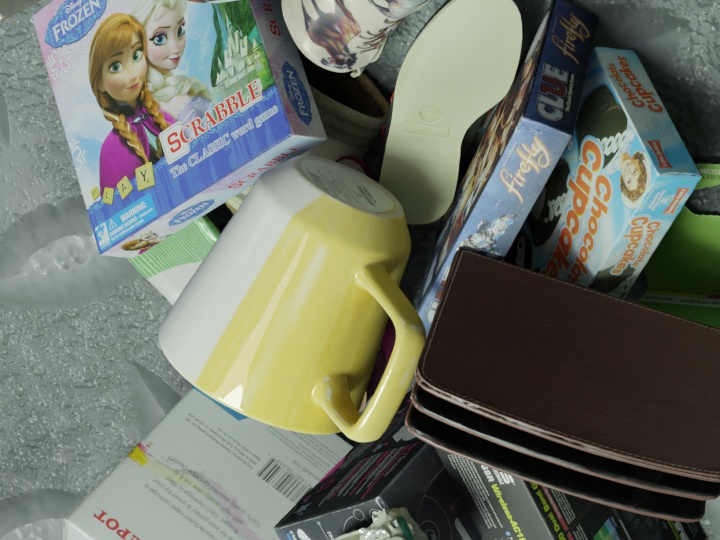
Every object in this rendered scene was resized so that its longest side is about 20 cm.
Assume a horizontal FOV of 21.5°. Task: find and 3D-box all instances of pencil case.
[{"bbox_3d":[0.030,-0.207,1.247,0.089,0.078,0.200,50,134,-4],"label":"pencil case"}]

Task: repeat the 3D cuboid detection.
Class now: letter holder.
[{"bbox_3d":[0.131,0.092,1.177,0.200,0.142,0.101,17,128,4],"label":"letter holder"}]

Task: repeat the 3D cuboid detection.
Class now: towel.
[{"bbox_3d":[-0.120,0.014,1.490,0.200,0.023,0.152,51,153,-14],"label":"towel"}]

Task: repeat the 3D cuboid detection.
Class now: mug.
[{"bbox_3d":[-0.025,0.017,1.287,0.186,0.149,0.153,31,109,14],"label":"mug"}]

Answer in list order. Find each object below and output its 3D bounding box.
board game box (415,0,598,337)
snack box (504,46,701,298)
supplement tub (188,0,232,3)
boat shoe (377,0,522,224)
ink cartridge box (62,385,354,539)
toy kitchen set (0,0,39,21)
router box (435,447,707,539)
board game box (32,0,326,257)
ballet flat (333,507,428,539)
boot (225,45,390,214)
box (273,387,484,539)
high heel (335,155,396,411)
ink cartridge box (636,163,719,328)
[{"bbox_3d":[0.094,-0.063,1.251,0.035,0.136,0.200,23,132,-4],"label":"board game box"},{"bbox_3d":[0.147,-0.035,1.256,0.200,0.037,0.116,116,145,-42],"label":"snack box"},{"bbox_3d":[-0.049,-0.227,1.193,0.200,0.107,0.107,4,120,50],"label":"supplement tub"},{"bbox_3d":[0.057,-0.122,1.284,0.073,0.063,0.202,14,135,-6],"label":"boat shoe"},{"bbox_3d":[-0.121,0.205,1.516,0.147,0.200,0.146,36,147,13],"label":"ink cartridge box"},{"bbox_3d":[-0.325,-0.237,1.404,0.180,0.200,0.163,-26,100,43],"label":"toy kitchen set"},{"bbox_3d":[0.151,0.157,1.340,0.062,0.150,0.200,-17,106,42],"label":"router box"},{"bbox_3d":[-0.135,-0.140,1.356,0.200,0.041,0.200,-30,70,33],"label":"board game box"},{"bbox_3d":[-0.012,0.220,1.292,0.072,0.072,0.200,47,132,2],"label":"ballet flat"},{"bbox_3d":[-0.081,-0.119,1.391,0.200,0.072,0.155,35,133,7],"label":"boot"},{"bbox_3d":[0.059,0.174,1.383,0.115,0.200,0.132,-23,103,44],"label":"box"},{"bbox_3d":[0.000,0.000,1.404,0.067,0.096,0.200,10,115,15],"label":"high heel"},{"bbox_3d":[0.237,0.035,1.250,0.148,0.076,0.200,5,121,34],"label":"ink cartridge box"}]
